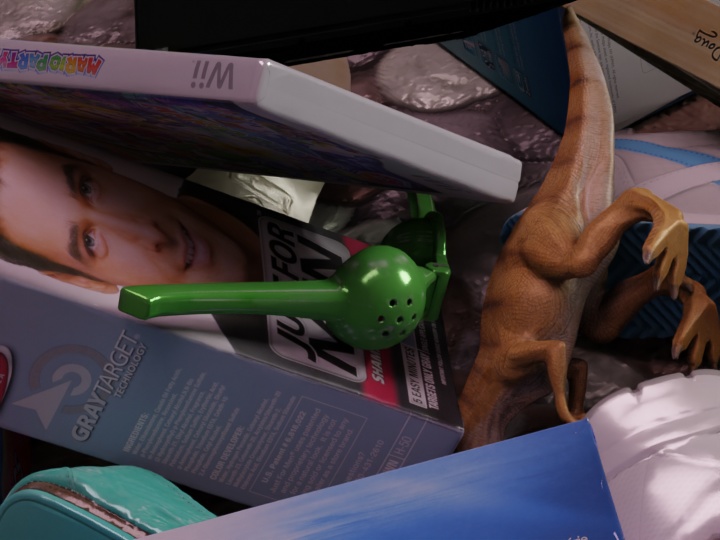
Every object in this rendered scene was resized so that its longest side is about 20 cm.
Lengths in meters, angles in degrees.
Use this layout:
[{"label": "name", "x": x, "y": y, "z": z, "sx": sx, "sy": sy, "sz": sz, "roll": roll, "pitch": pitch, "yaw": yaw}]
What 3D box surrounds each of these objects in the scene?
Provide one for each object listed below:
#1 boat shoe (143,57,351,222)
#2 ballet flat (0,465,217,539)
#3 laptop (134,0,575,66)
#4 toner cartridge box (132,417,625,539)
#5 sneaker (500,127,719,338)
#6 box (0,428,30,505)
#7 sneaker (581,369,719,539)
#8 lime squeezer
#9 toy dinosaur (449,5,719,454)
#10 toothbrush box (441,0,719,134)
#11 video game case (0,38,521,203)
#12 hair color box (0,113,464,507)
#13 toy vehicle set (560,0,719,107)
[{"label": "boat shoe", "x": -0.063, "y": -0.016, "z": 1.078, "sx": 0.063, "sy": 0.074, "sz": 0.202, "roll": -31, "pitch": 29, "yaw": 46}, {"label": "ballet flat", "x": -0.028, "y": 0.118, "z": 0.869, "sx": 0.200, "sy": 0.068, "sz": 0.070, "roll": 31, "pitch": 23, "yaw": 26}, {"label": "laptop", "x": -0.011, "y": -0.132, "z": 0.978, "sx": 0.177, "sy": 0.104, "sz": 0.200, "roll": -10, "pitch": 1, "yaw": -17}, {"label": "toner cartridge box", "x": -0.016, "y": 0.115, "z": 0.789, "sx": 0.199, "sy": 0.043, "sz": 0.095, "roll": -16, "pitch": 47, "yaw": 2}, {"label": "sneaker", "x": 0.153, "y": -0.011, "z": 0.982, "sx": 0.199, "sy": 0.077, "sz": 0.081, "roll": 13, "pitch": 43, "yaw": 31}, {"label": "box", "x": -0.173, "y": 0.073, "z": 0.955, "sx": 0.094, "sy": 0.103, "sz": 0.200, "roll": -13, "pitch": 35, "yaw": 2}, {"label": "sneaker", "x": 0.169, "y": 0.065, "z": 0.891, "sx": 0.199, "sy": 0.075, "sz": 0.087, "roll": -21, "pitch": 48, "yaw": 1}, {"label": "lime squeezer", "x": 0.000, "y": 0.000, "z": 0.945, "sx": 0.070, "sy": 0.038, "sz": 0.200, "roll": 6, "pitch": 19, "yaw": 27}, {"label": "toy dinosaur", "x": 0.072, "y": -0.009, "z": 0.934, "sx": 0.106, "sy": 0.060, "sz": 0.201, "roll": 8, "pitch": 74, "yaw": 39}, {"label": "toothbrush box", "x": 0.065, "y": -0.165, "z": 1.161, "sx": 0.085, "sy": 0.147, "sz": 0.200, "roll": -27, "pitch": 36, "yaw": -18}, {"label": "video game case", "x": -0.064, "y": -0.054, "z": 0.945, "sx": 0.200, "sy": 0.143, "sz": 0.018, "roll": 8, "pitch": 83, "yaw": 39}, {"label": "hair color box", "x": -0.069, "y": 0.017, "z": 0.941, "sx": 0.199, "sy": 0.061, "sz": 0.099, "roll": 19, "pitch": 31, "yaw": -18}, {"label": "toy vehicle set", "x": 0.175, "y": -0.056, "z": 1.001, "sx": 0.200, "sy": 0.124, "sz": 0.027, "roll": 34, "pitch": 96, "yaw": 47}]
